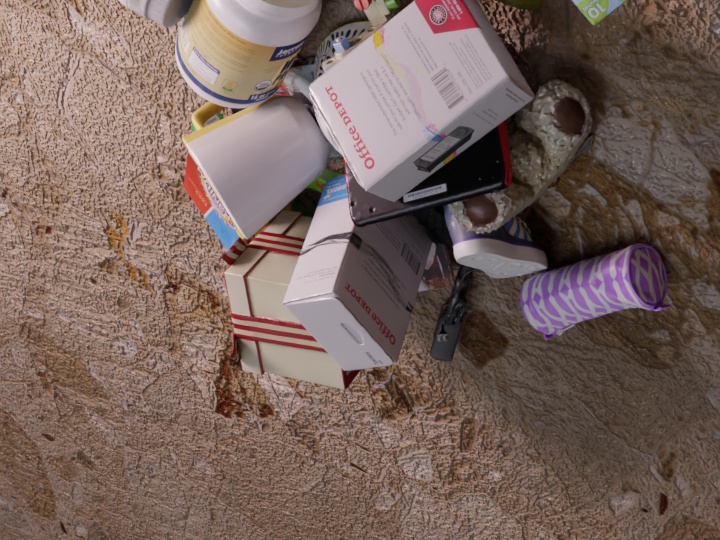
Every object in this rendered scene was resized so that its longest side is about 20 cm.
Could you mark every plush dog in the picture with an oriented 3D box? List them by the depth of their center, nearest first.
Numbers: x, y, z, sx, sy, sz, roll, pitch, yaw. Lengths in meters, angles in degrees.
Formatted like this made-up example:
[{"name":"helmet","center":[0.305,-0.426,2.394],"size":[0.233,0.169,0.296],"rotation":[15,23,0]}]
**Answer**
[{"name":"plush dog","center":[0.156,-0.160,1.587],"size":[0.172,0.160,0.200],"rotation":[45,103,10]}]

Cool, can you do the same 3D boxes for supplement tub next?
[{"name":"supplement tub","center":[-0.130,-0.303,1.649],"size":[0.144,0.145,0.200],"rotation":[38,145,-1]}]

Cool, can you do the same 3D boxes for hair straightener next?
[{"name":"hair straightener","center":[0.131,0.065,1.889],"size":[0.041,0.077,0.201],"rotation":[17,140,-3]}]

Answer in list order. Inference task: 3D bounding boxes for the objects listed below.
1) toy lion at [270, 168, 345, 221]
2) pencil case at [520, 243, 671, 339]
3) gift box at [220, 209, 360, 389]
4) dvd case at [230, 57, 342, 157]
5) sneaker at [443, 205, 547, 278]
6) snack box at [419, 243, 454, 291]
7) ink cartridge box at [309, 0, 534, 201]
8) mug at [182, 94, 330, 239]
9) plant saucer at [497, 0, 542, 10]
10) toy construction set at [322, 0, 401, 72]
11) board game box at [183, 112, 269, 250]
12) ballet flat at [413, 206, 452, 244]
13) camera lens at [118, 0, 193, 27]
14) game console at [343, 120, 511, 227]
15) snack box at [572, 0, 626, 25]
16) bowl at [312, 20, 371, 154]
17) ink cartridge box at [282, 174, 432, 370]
[{"name":"toy lion","center":[-0.012,-0.071,1.881],"size":[0.199,0.069,0.192],"rotation":[36,137,3]},{"name":"pencil case","center":[0.286,0.028,1.707],"size":[0.200,0.084,0.086],"rotation":[-21,81,51]},{"name":"gift box","center":[-0.082,0.037,1.830],"size":[0.186,0.200,0.186],"rotation":[10,122,27]},{"name":"dvd case","center":[-0.088,-0.210,1.819],"size":[0.199,0.022,0.147],"rotation":[0,130,38]},{"name":"sneaker","center":[0.167,-0.075,1.712],"size":[0.080,0.148,0.200],"rotation":[-15,165,30]},{"name":"snack box","center":[0.067,-0.054,1.799],"size":[0.071,0.024,0.201],"rotation":[-9,130,13]},{"name":"ink cartridge box","center":[0.065,-0.193,1.492],"size":[0.200,0.085,0.148],"rotation":[-36,67,20]},{"name":"mug","center":[-0.132,-0.158,1.744],"size":[0.187,0.153,0.149],"rotation":[57,177,4]},{"name":"plant saucer","center":[0.108,-0.375,1.452],"size":[0.199,0.048,0.200],"rotation":[26,143,16]},{"name":"toy construction set","center":[-0.011,-0.312,1.540],"size":[0.091,0.131,0.201],"rotation":[-1,127,19]},{"name":"board game box","center":[-0.184,-0.112,1.917],"size":[0.153,0.040,0.200],"rotation":[54,158,14]},{"name":"ballet flat","center":[0.079,-0.094,1.688],"size":[0.200,0.057,0.067],"rotation":[45,-164,-57]},{"name":"camera lens","center":[-0.269,-0.407,1.640],"size":[0.200,0.160,0.160],"rotation":[37,144,1]},{"name":"game console","center":[0.069,-0.153,1.548],"size":[0.199,0.178,0.031],"rotation":[-14,165,26]},{"name":"snack box","center":[0.218,-0.360,1.331],"size":[0.142,0.053,0.200],"rotation":[-36,104,29]},{"name":"bowl","center":[0.015,-0.191,1.673],"size":[0.199,0.094,0.202],"rotation":[16,137,16]},{"name":"ink cartridge box","center":[0.000,0.000,1.692],"size":[0.084,0.201,0.145],"rotation":[-12,135,35]}]
